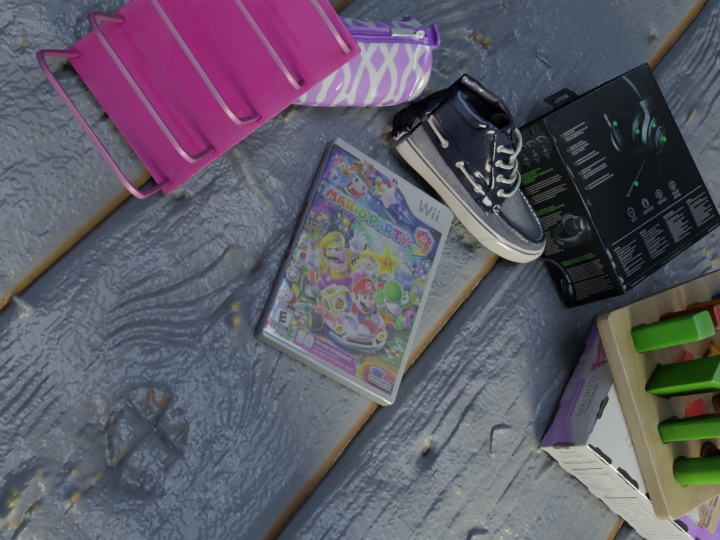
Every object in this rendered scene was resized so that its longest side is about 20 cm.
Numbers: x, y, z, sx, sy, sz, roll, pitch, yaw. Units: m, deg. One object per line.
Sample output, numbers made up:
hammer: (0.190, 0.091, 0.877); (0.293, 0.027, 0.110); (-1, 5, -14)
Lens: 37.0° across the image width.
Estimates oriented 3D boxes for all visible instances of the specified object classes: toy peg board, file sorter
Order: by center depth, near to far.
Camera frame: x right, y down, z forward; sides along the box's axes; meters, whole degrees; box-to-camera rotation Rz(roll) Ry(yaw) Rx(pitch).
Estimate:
file sorter: (-0.119, -0.165, 0.810); (0.199, 0.125, 0.140); (-35, 99, 7)
toy peg board: (0.352, 0.108, 1.028); (0.197, 0.097, 0.202); (-16, 88, -34)

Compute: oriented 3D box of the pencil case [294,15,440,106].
pencil case: (-0.025, -0.190, 0.954); (0.198, 0.085, 0.085); (-7, 76, -31)

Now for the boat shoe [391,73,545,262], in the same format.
boat shoe: (0.126, -0.094, 1.012); (0.200, 0.092, 0.075); (40, 44, -18)

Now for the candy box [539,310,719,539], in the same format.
candy box: (0.296, 0.162, 1.081); (0.200, 0.071, 0.169); (41, 62, -18)

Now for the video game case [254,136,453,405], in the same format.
video game case: (0.000, 0.000, 0.967); (0.142, 0.018, 0.202); (30, 65, -22)

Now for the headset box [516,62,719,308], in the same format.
headset box: (0.248, -0.093, 1.096); (0.173, 0.092, 0.202); (-30, 95, -32)
